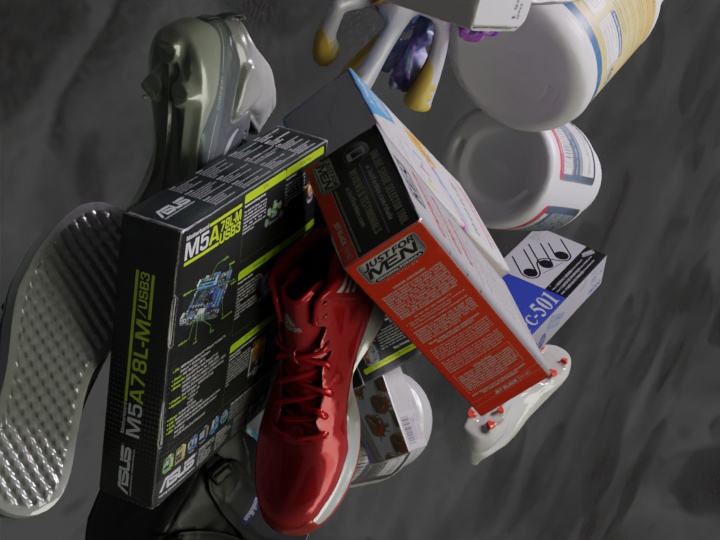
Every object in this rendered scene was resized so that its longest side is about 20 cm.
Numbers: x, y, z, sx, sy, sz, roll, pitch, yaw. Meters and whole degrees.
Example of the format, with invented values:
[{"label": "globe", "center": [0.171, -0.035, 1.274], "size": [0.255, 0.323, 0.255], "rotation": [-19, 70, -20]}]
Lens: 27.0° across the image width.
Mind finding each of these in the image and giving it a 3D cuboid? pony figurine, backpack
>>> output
[{"label": "pony figurine", "center": [0.056, -0.213, 1.138], "size": [0.193, 0.167, 0.200], "rotation": [-16, 143, -48]}, {"label": "backpack", "center": [-0.116, 0.189, 1.150], "size": [0.200, 0.154, 0.163], "rotation": [38, 75, -45]}]

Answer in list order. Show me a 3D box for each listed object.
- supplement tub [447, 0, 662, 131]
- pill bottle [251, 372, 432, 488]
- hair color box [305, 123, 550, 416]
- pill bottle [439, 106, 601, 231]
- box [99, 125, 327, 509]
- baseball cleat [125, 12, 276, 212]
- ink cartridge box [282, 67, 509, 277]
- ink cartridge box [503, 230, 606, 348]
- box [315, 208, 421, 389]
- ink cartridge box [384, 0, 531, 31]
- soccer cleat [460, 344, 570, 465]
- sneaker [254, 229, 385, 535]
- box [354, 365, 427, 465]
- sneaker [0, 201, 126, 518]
[{"label": "supplement tub", "center": [0.185, -0.234, 1.369], "size": [0.200, 0.145, 0.145], "rotation": [-47, 150, -37]}, {"label": "pill bottle", "center": [-0.016, 0.136, 1.323], "size": [0.200, 0.113, 0.113], "rotation": [8, 104, -66]}, {"label": "hair color box", "center": [0.048, 0.004, 1.009], "size": [0.061, 0.102, 0.200], "rotation": [-32, 135, 10]}, {"label": "pill bottle", "center": [0.167, -0.098, 1.489], "size": [0.200, 0.119, 0.120], "rotation": [1, 111, -65]}, {"label": "box", "center": [-0.092, 0.024, 0.967], "size": [0.200, 0.047, 0.193], "rotation": [-41, 142, -58]}, {"label": "baseball cleat", "center": [-0.100, -0.071, 0.998], "size": [0.106, 0.070, 0.200], "rotation": [-21, 131, -47]}, {"label": "ink cartridge box", "center": [0.038, -0.044, 1.118], "size": [0.068, 0.115, 0.200], "rotation": [-37, 133, 12]}, {"label": "ink cartridge box", "center": [0.192, 0.026, 1.686], "size": [0.200, 0.094, 0.044], "rotation": [-40, 145, -46]}, {"label": "box", "center": [0.000, 0.000, 1.180], "size": [0.200, 0.044, 0.160], "rotation": [-23, 91, -61]}, {"label": "ink cartridge box", "center": [0.020, -0.246, 0.934], "size": [0.084, 0.200, 0.145], "rotation": [-19, 128, -62]}, {"label": "soccer cleat", "center": [0.186, 0.160, 1.842], "size": [0.200, 0.069, 0.078], "rotation": [-38, 149, -36]}, {"label": "sneaker", "center": [-0.044, 0.066, 0.984], "size": [0.116, 0.078, 0.200], "rotation": [48, 49, -62]}, {"label": "box", "center": [0.000, 0.058, 1.226], "size": [0.041, 0.039, 0.200], "rotation": [-7, 76, -65]}, {"label": "sneaker", "center": [-0.196, 0.054, 0.921], "size": [0.079, 0.078, 0.200], "rotation": [-21, -133, 60]}]
